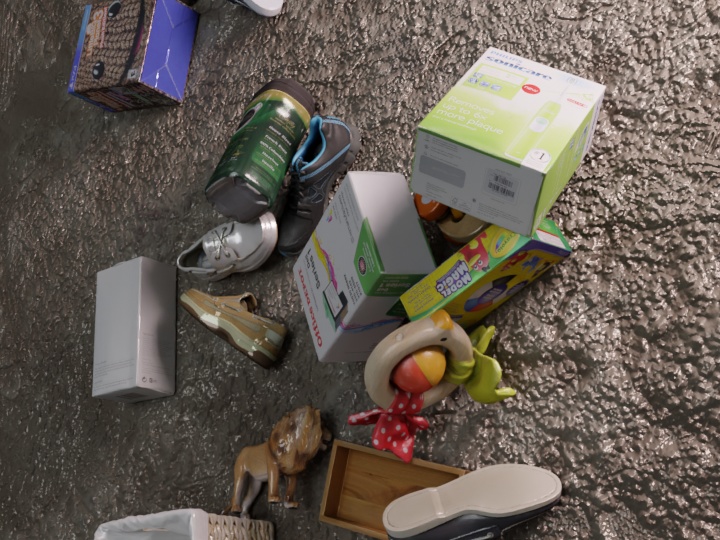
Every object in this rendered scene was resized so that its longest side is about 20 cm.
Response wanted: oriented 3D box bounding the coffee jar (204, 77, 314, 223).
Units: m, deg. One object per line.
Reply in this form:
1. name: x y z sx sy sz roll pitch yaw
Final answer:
1. coffee jar: -0.135 -0.170 1.398 0.104 0.085 0.202 -25 36 49

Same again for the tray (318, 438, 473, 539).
1. tray: 0.043 0.269 1.199 0.197 0.037 0.101 5 80 40

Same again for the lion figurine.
1. lion figurine: -0.122 0.253 1.318 0.198 0.072 0.125 -22 57 38

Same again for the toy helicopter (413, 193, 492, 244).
1. toy helicopter: 0.155 -0.127 1.200 0.131 0.079 0.203 5 68 47

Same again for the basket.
1. basket: -0.225 0.418 1.294 0.196 0.160 0.204 -17 67 34

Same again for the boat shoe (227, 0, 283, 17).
1. boat shoe: -0.190 -0.451 1.587 0.200 0.071 0.068 48 142 24

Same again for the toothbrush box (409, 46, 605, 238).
1. toothbrush box: 0.160 -0.144 1.088 0.144 0.200 0.087 23 133 18

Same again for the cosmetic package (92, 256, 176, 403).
1. cosmetic package: -0.345 0.092 1.543 0.111 0.081 0.204 -14 68 36

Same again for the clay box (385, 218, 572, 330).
1. clay box: 0.132 0.013 1.145 0.199 0.114 0.048 -40 64 24

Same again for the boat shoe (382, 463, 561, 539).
1. boat shoe: 0.125 0.267 1.099 0.196 0.064 0.073 -15 29 6

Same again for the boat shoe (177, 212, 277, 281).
1. boat shoe: -0.194 -0.030 1.437 0.199 0.068 0.072 -27 66 44

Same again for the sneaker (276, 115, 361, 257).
1. sneaker: -0.076 -0.118 1.380 0.073 0.081 0.203 28 97 38

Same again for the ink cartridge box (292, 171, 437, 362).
1. ink cartridge box: 0.000 0.000 1.230 0.201 0.082 0.147 -56 44 47

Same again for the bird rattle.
1. bird rattle: 0.065 0.116 1.141 0.197 0.164 0.114 -24 45 10

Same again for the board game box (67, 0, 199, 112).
1. board game box: -0.382 -0.366 1.696 0.197 0.096 0.163 1 78 39

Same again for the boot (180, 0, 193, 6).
1. boot: -0.331 -0.544 1.736 0.184 0.064 0.205 -7 78 40

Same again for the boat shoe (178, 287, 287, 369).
1. boat shoe: -0.175 0.065 1.428 0.198 0.072 0.077 30 82 34
